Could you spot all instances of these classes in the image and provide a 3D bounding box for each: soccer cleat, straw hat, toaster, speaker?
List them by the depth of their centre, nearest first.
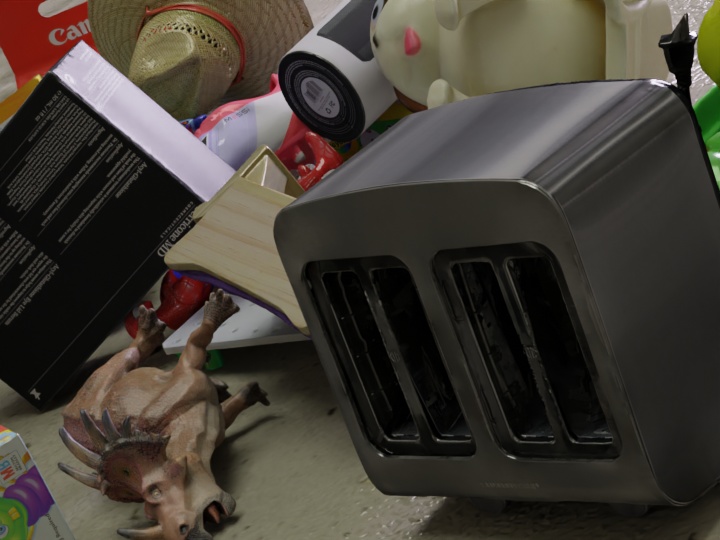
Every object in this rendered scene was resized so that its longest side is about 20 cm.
[{"bbox_3d":[0.077,0.009,0.858,0.180,0.201,0.119,-4,23,44],"label":"toaster"},{"bbox_3d":[-0.107,-0.076,1.379,0.199,0.077,0.067,-32,-22,-30],"label":"soccer cleat"},{"bbox_3d":[0.029,-0.183,1.405,0.081,0.081,0.200,-1,37,49],"label":"speaker"},{"bbox_3d":[-0.138,-0.162,1.495,0.200,0.201,0.085,-12,40,32],"label":"straw hat"}]

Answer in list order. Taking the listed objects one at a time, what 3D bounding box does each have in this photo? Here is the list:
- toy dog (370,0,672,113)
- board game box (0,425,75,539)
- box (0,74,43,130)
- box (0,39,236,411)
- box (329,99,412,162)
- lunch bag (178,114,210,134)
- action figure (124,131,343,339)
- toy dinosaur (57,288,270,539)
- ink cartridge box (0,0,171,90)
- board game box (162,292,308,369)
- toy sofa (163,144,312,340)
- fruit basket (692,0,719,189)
[{"bbox_3d":[0.100,-0.161,1.282,0.199,0.140,0.194,6,26,22],"label":"toy dog"},{"bbox_3d":[-0.239,0.139,1.042,0.103,0.105,0.200,-32,21,-22],"label":"board game box"},{"bbox_3d":[-0.243,-0.034,1.423,0.119,0.201,0.041,-34,-27,12],"label":"box"},{"bbox_3d":[-0.199,-0.028,1.264,0.200,0.141,0.079,-46,8,23],"label":"box"},{"bbox_3d":[0.066,-0.132,1.424,0.199,0.049,0.118,0,42,40],"label":"box"},{"bbox_3d":[-0.142,-0.077,1.530,0.150,0.095,0.200,-20,10,20],"label":"lunch bag"},{"bbox_3d":[-0.092,-0.018,1.317,0.200,0.052,0.066,-47,-10,-32],"label":"action figure"},{"bbox_3d":[-0.128,0.087,1.084,0.136,0.086,0.200,-44,20,-27],"label":"toy dinosaur"},{"bbox_3d":[-0.222,-0.158,1.641,0.159,0.201,0.047,-20,19,14],"label":"ink cartridge box"},{"bbox_3d":[0.000,0.000,1.231,0.199,0.026,0.200,-8,26,41],"label":"board game box"},{"bbox_3d":[-0.021,0.003,1.088,0.098,0.083,0.200,-49,32,-13],"label":"toy sofa"},{"bbox_3d":[0.202,-0.080,0.932,0.155,0.217,0.215,-4,28,45],"label":"fruit basket"}]
